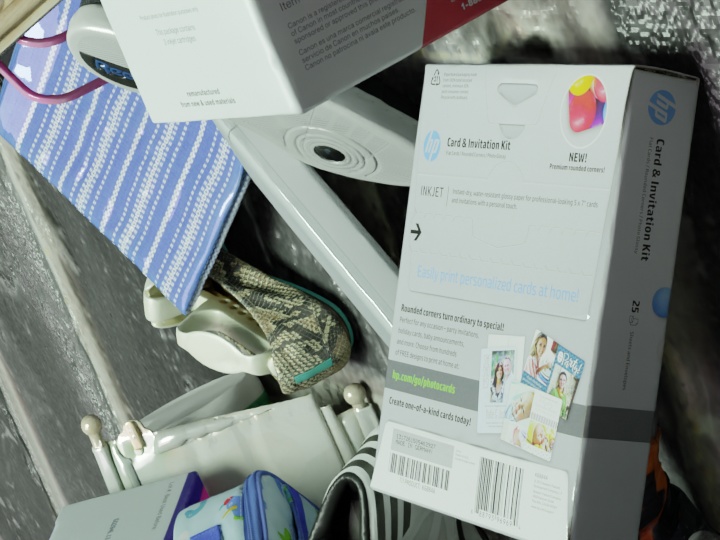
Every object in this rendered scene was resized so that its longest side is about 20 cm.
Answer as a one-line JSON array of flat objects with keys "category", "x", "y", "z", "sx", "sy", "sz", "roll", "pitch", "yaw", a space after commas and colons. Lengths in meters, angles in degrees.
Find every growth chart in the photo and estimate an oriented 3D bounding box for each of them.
[{"category": "growth chart", "x": -0.063, "y": 0.142, "z": 1.293, "sx": 0.018, "sy": 0.199, "sz": 0.146, "roll": -66, "pitch": -36, "yaw": -67}]

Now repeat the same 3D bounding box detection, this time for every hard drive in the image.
[{"category": "hard drive", "x": 0.000, "y": 0.000, "z": 1.108, "sx": 0.200, "sy": 0.027, "sz": 0.132, "roll": 50, "pitch": 177, "yaw": 19}]

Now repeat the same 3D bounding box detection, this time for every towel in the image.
[{"category": "towel", "x": -0.145, "y": -0.088, "z": 1.259, "sx": 0.200, "sy": 0.024, "sz": 0.145, "roll": 42, "pitch": 124, "yaw": 27}]

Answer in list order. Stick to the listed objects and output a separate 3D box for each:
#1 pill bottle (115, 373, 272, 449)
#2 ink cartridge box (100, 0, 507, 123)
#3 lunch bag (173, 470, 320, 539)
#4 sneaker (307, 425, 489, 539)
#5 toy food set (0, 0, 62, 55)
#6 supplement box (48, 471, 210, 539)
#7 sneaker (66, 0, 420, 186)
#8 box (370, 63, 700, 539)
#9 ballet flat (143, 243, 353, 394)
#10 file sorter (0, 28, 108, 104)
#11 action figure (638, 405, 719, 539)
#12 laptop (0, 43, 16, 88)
[{"category": "pill bottle", "x": -0.073, "y": 0.178, "z": 1.378, "sx": 0.201, "sy": 0.112, "sz": 0.113, "roll": 63, "pitch": 154, "yaw": -7}, {"category": "ink cartridge box", "x": -0.044, "y": -0.185, "z": 0.911, "sx": 0.144, "sy": 0.145, "sz": 0.201, "roll": 5, "pitch": 121, "yaw": 59}, {"category": "lunch bag", "x": -0.039, "y": 0.225, "z": 1.189, "sx": 0.161, "sy": 0.082, "sz": 0.201, "roll": 46, "pitch": -156, "yaw": -40}, {"category": "sneaker", "x": 0.018, "y": 0.174, "z": 1.202, "sx": 0.075, "sy": 0.115, "sz": 0.201, "roll": 24, "pitch": 137, "yaw": 41}, {"category": "toy food set", "x": -0.222, "y": -0.175, "z": 1.051, "sx": 0.144, "sy": 0.060, "sz": 0.200, "roll": 61, "pitch": 153, "yaw": -5}, {"category": "supplement box", "x": -0.113, "y": 0.240, "z": 1.282, "sx": 0.103, "sy": 0.101, "sz": 0.201, "roll": -16, "pitch": 116, "yaw": 19}, {"category": "sneaker", "x": -0.036, "y": -0.126, "z": 1.048, "sx": 0.199, "sy": 0.112, "sz": 0.073, "roll": 22, "pitch": 157, "yaw": -1}, {"category": "box", "x": 0.071, "y": 0.011, "z": 0.916, "sx": 0.156, "sy": 0.041, "sz": 0.201, "roll": 9, "pitch": 93, "yaw": 58}, {"category": "ballet flat", "x": -0.088, "y": 0.020, "z": 1.281, "sx": 0.200, "sy": 0.075, "sz": 0.068, "roll": 32, "pitch": 146, "yaw": 44}, {"category": "file sorter", "x": -0.164, "y": -0.211, "z": 1.121, "sx": 0.139, "sy": 0.125, "sz": 0.201, "roll": 43, "pitch": 149, "yaw": 29}, {"category": "action figure", "x": 0.149, "y": 0.118, "z": 0.965, "sx": 0.199, "sy": 0.105, "sz": 0.194, "roll": -2, "pitch": 124, "yaw": 48}, {"category": "laptop", "x": -0.176, "y": -0.125, "z": 1.364, "sx": 0.178, "sy": 0.103, "sz": 0.200, "roll": 55, "pitch": 179, "yaw": 10}]
